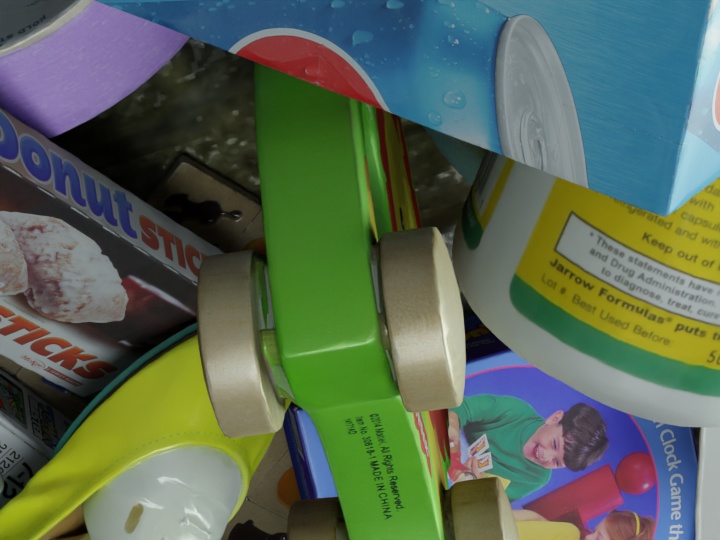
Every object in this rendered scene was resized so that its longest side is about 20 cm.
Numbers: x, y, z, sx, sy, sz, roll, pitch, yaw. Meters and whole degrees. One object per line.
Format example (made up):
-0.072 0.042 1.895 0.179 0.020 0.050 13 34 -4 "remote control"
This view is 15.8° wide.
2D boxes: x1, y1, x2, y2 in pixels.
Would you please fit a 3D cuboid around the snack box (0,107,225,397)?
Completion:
-0.114 -0.013 0.781 0.072 0.024 0.200 -23 150 22 "snack box"

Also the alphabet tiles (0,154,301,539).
-0.080 0.058 0.905 0.167 0.008 0.200 30 110 -26 "alphabet tiles"

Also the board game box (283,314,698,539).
0.058 0.115 0.910 0.134 0.045 0.200 -15 107 -8 "board game box"

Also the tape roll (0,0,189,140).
-0.130 -0.133 0.746 0.200 0.066 0.200 -6 122 -9 "tape roll"

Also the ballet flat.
-0.090 0.095 0.838 0.200 0.067 0.067 -38 137 11 "ballet flat"

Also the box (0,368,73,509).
-0.187 0.107 0.887 0.200 0.035 0.110 -43 120 14 "box"

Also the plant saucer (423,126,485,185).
0.105 -0.081 0.785 0.200 0.027 0.200 2 119 4 "plant saucer"

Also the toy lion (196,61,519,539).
0.000 0.000 0.758 0.069 0.192 0.200 -9 144 5 "toy lion"

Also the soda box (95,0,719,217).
0.009 -0.084 0.659 0.200 0.064 0.068 23 121 25 "soda box"

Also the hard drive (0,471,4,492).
-0.232 0.056 0.826 0.200 0.027 0.132 -25 102 11 "hard drive"

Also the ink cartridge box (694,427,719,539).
0.182 0.056 0.881 0.200 0.067 0.117 1 96 -26 "ink cartridge box"

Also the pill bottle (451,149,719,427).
0.109 -0.066 0.714 0.113 0.113 0.200 11 120 -18 "pill bottle"
